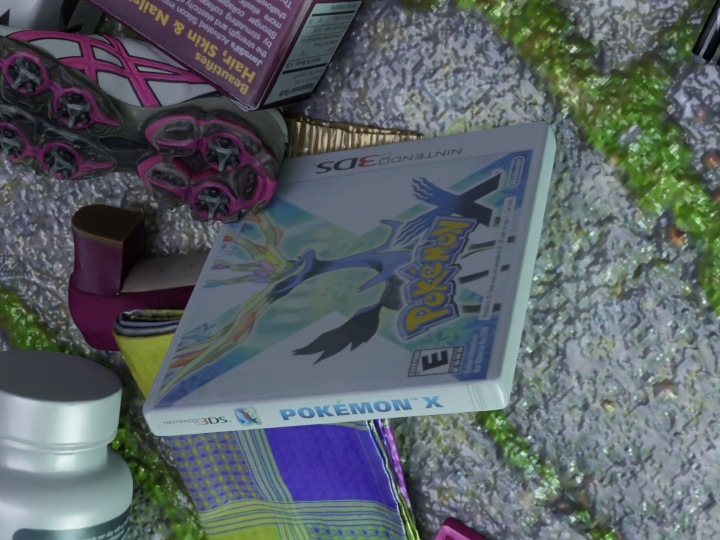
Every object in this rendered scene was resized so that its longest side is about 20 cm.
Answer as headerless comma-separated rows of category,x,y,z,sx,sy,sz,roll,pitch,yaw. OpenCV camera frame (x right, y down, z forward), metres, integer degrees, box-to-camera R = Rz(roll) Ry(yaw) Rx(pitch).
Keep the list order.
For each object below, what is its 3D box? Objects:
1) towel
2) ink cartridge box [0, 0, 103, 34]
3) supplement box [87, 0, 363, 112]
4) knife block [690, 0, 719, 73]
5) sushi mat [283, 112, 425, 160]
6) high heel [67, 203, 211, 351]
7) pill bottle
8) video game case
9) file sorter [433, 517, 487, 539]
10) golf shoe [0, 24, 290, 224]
towel,-0.050,0.097,0.880,0.142,0.023,0.201,-3,127,19
ink cartridge box,-0.213,-0.199,0.893,0.146,0.083,0.201,34,109,11
supplement box,-0.046,-0.204,0.824,0.130,0.103,0.201,34,108,10
knife block,0.229,-0.190,0.753,0.174,0.064,0.202,-16,95,20
sushi mat,-0.018,0.014,0.904,0.095,0.012,0.202,11,103,17
high heel,-0.081,0.030,0.906,0.198,0.067,0.097,22,132,21
pill bottle,-0.199,0.157,0.937,0.118,0.119,0.202,15,105,16
video game case,0.000,0.000,0.791,0.180,0.201,0.022,-7,129,21
file sorter,0.087,0.264,0.855,0.199,0.125,0.140,30,109,11
golf shoe,-0.136,-0.092,0.854,0.198,0.092,0.073,20,126,-7
